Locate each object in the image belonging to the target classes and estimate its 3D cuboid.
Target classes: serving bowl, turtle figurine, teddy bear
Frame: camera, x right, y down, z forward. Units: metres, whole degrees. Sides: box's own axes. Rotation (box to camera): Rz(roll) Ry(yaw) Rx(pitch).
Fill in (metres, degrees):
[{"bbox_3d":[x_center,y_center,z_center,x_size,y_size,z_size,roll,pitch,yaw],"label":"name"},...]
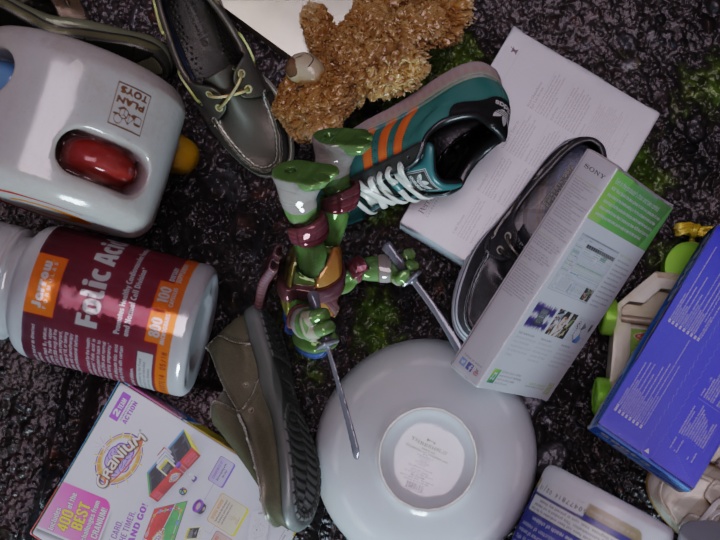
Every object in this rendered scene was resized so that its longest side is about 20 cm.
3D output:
[{"bbox_3d":[0.056,0.159,1.013,0.196,0.066,0.204,0,85,2],"label":"serving bowl"},{"bbox_3d":[0.000,0.000,0.946,0.142,0.200,0.197,-19,125,-23],"label":"turtle figurine"},{"bbox_3d":[0.005,-0.193,1.004,0.198,0.067,0.146,-25,60,1],"label":"teddy bear"}]

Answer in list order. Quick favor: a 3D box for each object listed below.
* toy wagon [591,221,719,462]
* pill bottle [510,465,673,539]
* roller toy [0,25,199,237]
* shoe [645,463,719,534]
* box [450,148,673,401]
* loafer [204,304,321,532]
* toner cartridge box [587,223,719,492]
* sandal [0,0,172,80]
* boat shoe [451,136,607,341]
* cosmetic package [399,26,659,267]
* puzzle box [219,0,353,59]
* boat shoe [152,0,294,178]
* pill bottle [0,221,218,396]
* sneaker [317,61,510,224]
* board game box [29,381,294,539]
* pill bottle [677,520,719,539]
[{"bbox_3d":[0.282,0.060,1.029,0.152,0.040,0.204,7,79,1],"label":"toy wagon"},{"bbox_3d":[0.163,0.276,0.972,0.118,0.120,0.202,27,85,4],"label":"pill bottle"},{"bbox_3d":[-0.241,-0.117,0.986,0.197,0.182,0.142,16,84,3],"label":"roller toy"},{"bbox_3d":[0.332,0.225,1.006,0.199,0.053,0.070,35,85,6],"label":"shoe"},{"bbox_3d":[0.166,0.010,0.962,0.036,0.144,0.201,39,101,31],"label":"box"},{"bbox_3d":[-0.085,0.129,1.003,0.069,0.075,0.202,-22,57,11],"label":"loafer"},{"bbox_3d":[0.281,0.072,0.984,0.094,0.043,0.201,33,81,7],"label":"toner cartridge box"},{"bbox_3d":[-0.259,-0.213,1.060,0.198,0.080,0.058,17,60,0],"label":"sandal"},{"bbox_3d":[0.142,-0.026,0.979,0.070,0.066,0.201,38,87,5],"label":"boat shoe"},{"bbox_3d":[0.146,-0.087,1.042,0.149,0.052,0.202,31,86,2],"label":"cosmetic package"},{"bbox_3d":[-0.021,-0.283,1.078,0.132,0.025,0.201,36,86,5],"label":"puzzle box"},{"bbox_3d":[-0.123,-0.172,1.040,0.071,0.060,0.204,-27,93,8],"label":"boat shoe"},{"bbox_3d":[-0.228,0.028,1.006,0.197,0.114,0.116,14,85,2],"label":"pill bottle"},{"bbox_3d":[0.039,-0.090,0.988,0.199,0.081,0.071,-36,127,23],"label":"sneaker"},{"bbox_3d":[-0.159,0.210,1.024,0.198,0.040,0.154,31,86,4],"label":"board game box"},{"bbox_3d":[0.280,0.311,0.949,0.109,0.111,0.204,8,99,2],"label":"pill bottle"}]
